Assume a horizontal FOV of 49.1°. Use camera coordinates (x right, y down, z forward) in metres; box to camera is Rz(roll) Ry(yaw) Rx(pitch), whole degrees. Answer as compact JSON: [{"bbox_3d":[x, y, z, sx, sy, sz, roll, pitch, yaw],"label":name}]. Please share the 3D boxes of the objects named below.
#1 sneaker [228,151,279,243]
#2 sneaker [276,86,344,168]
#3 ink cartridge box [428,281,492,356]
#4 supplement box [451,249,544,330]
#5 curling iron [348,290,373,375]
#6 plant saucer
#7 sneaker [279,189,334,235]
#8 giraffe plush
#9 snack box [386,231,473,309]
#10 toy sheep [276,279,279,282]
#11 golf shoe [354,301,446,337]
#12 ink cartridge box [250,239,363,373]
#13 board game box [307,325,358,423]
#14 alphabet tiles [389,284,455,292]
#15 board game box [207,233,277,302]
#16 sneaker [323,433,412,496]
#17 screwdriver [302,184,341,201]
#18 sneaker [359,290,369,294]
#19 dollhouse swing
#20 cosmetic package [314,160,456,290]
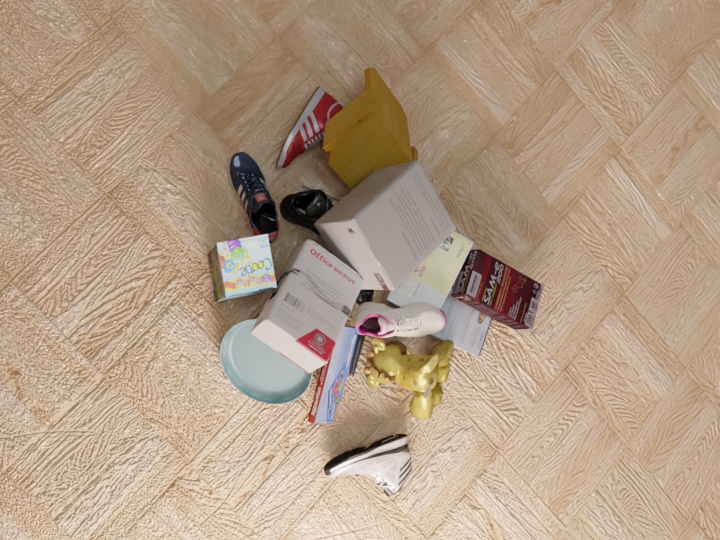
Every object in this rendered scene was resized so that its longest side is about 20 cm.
[{"bbox_3d":[-0.215,-0.156,1.636,0.074,0.084,0.204,-24,92,-17],"label":"sneaker"},{"bbox_3d":[-0.094,-0.284,1.690,0.111,0.071,0.203,32,75,-8],"label":"sneaker"},{"bbox_3d":[0.207,0.064,1.766,0.197,0.043,0.200,26,77,-14],"label":"ink cartridge box"},{"bbox_3d":[0.304,0.045,1.740,0.197,0.061,0.111,26,74,-23],"label":"supplement box"},{"bbox_3d":[-0.005,0.125,1.706,0.048,0.026,0.206,10,82,-13],"label":"curling iron"},{"bbox_3d":[-0.188,0.180,1.591,0.195,0.028,0.205,6,119,10],"label":"plant saucer"},{"bbox_3d":[-0.068,-0.113,1.663,0.195,0.114,0.078,22,81,-16],"label":"sneaker"},{"bbox_3d":[0.092,0.212,1.675,0.159,0.199,0.177,17,94,19],"label":"giraffe plush"},{"bbox_3d":[0.149,0.002,1.698,0.114,0.037,0.203,28,84,4],"label":"snack box"},{"bbox_3d":[-0.113,0.100,1.623,0.137,0.137,0.202,-38,110,-16],"label":"toy sheep"},{"bbox_3d":[0.080,0.112,1.636,0.194,0.092,0.077,-1,106,12],"label":"golf shoe"},{"bbox_3d":[-0.099,0.067,1.516,0.144,0.083,0.203,35,55,-14],"label":"ink cartridge box"},{"bbox_3d":[-0.055,0.214,1.638,0.019,0.102,0.205,14,88,26],"label":"board game box"},{"bbox_3d":[0.118,-0.022,1.732,0.165,0.008,0.203,-30,81,-9],"label":"alphabet tiles"},{"bbox_3d":[-0.237,-0.002,1.556,0.102,0.200,0.106,-10,88,-17],"label":"board game box"},{"bbox_3d":[0.025,0.430,1.663,0.196,0.075,0.118,-15,88,-20],"label":"sneaker"},{"bbox_3d":[-0.035,-0.153,1.717,0.197,0.028,0.029,27,107,-16],"label":"screwdriver"},{"bbox_3d":[0.000,0.000,1.688,0.200,0.073,0.083,-46,116,-22],"label":"sneaker"},{"bbox_3d":[0.013,-0.295,1.698,0.180,0.178,0.200,-35,134,12],"label":"dollhouse swing"},{"bbox_3d":[0.049,-0.088,1.575,0.199,0.164,0.167,-41,110,-24],"label":"cosmetic package"}]
